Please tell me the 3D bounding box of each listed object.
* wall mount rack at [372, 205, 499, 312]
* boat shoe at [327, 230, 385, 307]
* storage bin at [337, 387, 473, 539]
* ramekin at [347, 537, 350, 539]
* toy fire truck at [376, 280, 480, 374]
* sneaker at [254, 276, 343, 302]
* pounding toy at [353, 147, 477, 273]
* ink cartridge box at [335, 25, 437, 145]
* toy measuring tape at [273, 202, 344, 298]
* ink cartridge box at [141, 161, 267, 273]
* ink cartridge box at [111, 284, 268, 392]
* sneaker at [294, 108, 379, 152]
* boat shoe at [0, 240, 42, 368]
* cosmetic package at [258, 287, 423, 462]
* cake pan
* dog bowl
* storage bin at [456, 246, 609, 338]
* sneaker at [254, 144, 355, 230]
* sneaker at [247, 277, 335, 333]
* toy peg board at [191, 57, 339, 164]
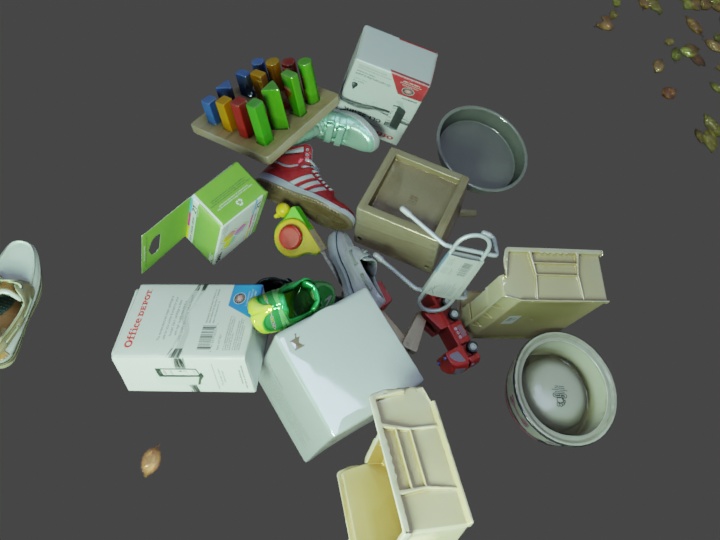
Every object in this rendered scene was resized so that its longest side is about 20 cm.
[{"bbox_3d":[0.123,-0.021,1.208,0.171,0.201,0.075,12,46,-18],"label":"wall mount rack"},{"bbox_3d":[0.000,0.000,1.250,0.066,0.073,0.202,-32,50,16],"label":"boat shoe"},{"bbox_3d":[0.047,0.290,0.970,0.092,0.201,0.200,0,47,-18],"label":"storage bin"},{"bbox_3d":[0.038,0.470,1.061,0.197,0.098,0.203,7,63,-14],"label":"ramekin"},{"bbox_3d":[0.105,0.099,1.280,0.140,0.049,0.202,-22,75,-24],"label":"toy fire truck"},{"bbox_3d":[-0.099,0.056,1.208,0.197,0.099,0.072,-1,64,-19],"label":"sneaker"},{"bbox_3d":[0.111,-0.109,1.346,0.182,0.143,0.201,23,58,10],"label":"pounding toy"},{"bbox_3d":[0.040,-0.339,1.378,0.142,0.200,0.085,18,65,-8],"label":"ink cartridge box"},{"bbox_3d":[-0.094,-0.025,1.271,0.073,0.074,0.201,-31,88,-27],"label":"toy measuring tape"},{"bbox_3d":[-0.254,-0.061,1.187,0.076,0.148,0.200,43,62,4],"label":"ink cartridge box"},{"bbox_3d":[-0.245,0.099,1.096,0.197,0.085,0.147,0,45,8],"label":"ink cartridge box"},{"bbox_3d":[-0.070,-0.250,1.371,0.199,0.074,0.119,28,54,8],"label":"sneaker"},{"bbox_3d":[-0.523,0.040,1.100,0.074,0.069,0.203,5,65,-15],"label":"boat shoe"},{"bbox_3d":[-0.039,0.162,1.120,0.166,0.200,0.167,-26,76,-25],"label":"cosmetic package"},{"bbox_3d":[0.240,-0.239,1.485,0.197,0.037,0.203,7,64,-15],"label":"cake pan"},{"bbox_3d":[0.342,0.214,1.288,0.197,0.074,0.203,7,64,-15],"label":"dog bowl"},{"bbox_3d":[0.290,0.044,1.278,0.196,0.200,0.095,2,67,-16],"label":"storage bin"},{"bbox_3d":[-0.079,-0.153,1.312,0.198,0.072,0.113,26,60,12],"label":"sneaker"},{"bbox_3d":[-0.085,0.052,1.104,0.199,0.083,0.075,-16,87,-62],"label":"sneaker"},{"bbox_3d":[-0.177,-0.311,1.305,0.198,0.099,0.200,26,57,30],"label":"toy peg board"}]
